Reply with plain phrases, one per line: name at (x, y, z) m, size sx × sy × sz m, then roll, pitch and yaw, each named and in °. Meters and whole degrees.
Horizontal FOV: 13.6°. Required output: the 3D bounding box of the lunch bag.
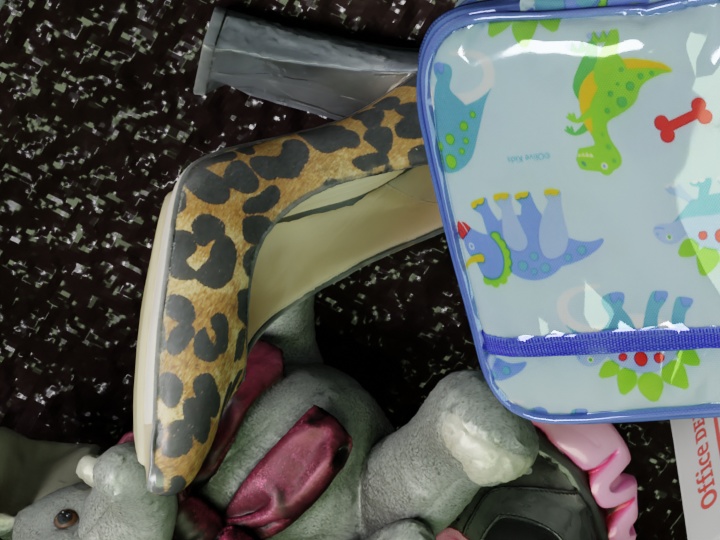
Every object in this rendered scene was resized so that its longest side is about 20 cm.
lunch bag at (0.126, -0.029, 0.990) m, size 0.199 × 0.083 × 0.162 m, roll -2°, pitch 113°, yaw 19°

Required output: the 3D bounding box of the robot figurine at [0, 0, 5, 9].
robot figurine at (-0.155, -0.150, 0.979) m, size 0.169 × 0.113 × 0.201 m, roll 19°, pitch 99°, yaw 6°

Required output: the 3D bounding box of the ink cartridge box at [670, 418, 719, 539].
ink cartridge box at (0.180, 0.058, 1.108) m, size 0.067 × 0.117 × 0.200 m, roll 39°, pitch 114°, yaw -21°

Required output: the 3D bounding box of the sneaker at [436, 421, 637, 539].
sneaker at (0.080, 0.148, 1.169) m, size 0.079 × 0.095 × 0.201 m, roll -6°, pitch 122°, yaw 39°

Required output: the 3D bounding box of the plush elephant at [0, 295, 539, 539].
plush elephant at (-0.063, 0.086, 1.100) m, size 0.165 × 0.154 × 0.200 m, roll 48°, pitch 137°, yaw 21°

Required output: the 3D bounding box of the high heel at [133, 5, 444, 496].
high heel at (0.000, 0.000, 1.039) m, size 0.142 × 0.201 × 0.072 m, roll 13°, pitch 147°, yaw -3°
